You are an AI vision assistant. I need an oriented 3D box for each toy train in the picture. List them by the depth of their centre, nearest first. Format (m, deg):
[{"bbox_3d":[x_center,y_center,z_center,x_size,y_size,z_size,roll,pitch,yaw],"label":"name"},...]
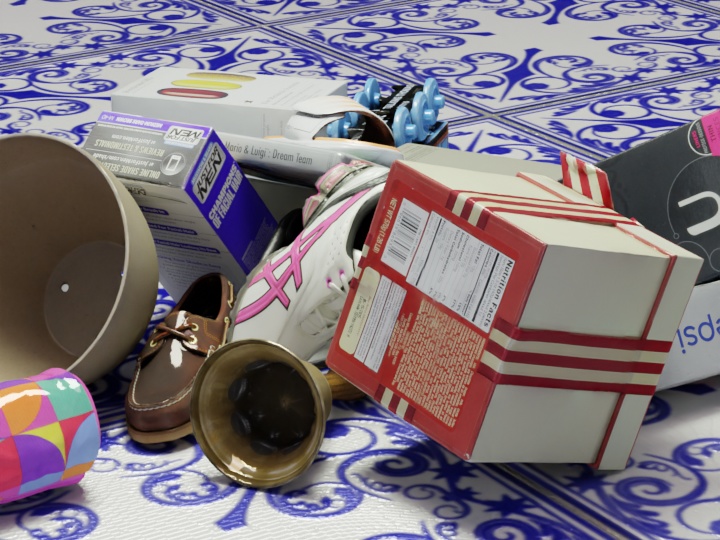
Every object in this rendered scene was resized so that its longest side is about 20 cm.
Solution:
[{"bbox_3d":[0.029,-0.110,2.067,0.087,0.114,0.200,1,19,16],"label":"toy train"}]

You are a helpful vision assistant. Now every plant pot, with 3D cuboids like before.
[{"bbox_3d":[-0.231,0.010,1.692,0.200,0.200,0.134,9,-9,26],"label":"plant pot"}]

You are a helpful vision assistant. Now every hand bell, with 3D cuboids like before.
[{"bbox_3d":[-0.029,0.085,1.606,0.104,0.104,0.200,8,11,24],"label":"hand bell"}]

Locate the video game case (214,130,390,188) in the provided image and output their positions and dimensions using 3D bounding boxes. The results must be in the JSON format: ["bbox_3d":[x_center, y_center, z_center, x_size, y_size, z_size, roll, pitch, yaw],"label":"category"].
[{"bbox_3d":[-0.047,-0.084,1.809,0.182,0.024,0.200,11,-1,29],"label":"video game case"}]

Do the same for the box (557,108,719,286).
[{"bbox_3d":[0.275,-0.051,1.738,0.200,0.122,0.106,-25,-12,31],"label":"box"}]

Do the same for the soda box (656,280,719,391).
[{"bbox_3d":[0.260,0.045,1.669,0.200,0.068,0.063,-13,-5,-29],"label":"soda box"}]

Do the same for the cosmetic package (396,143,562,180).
[{"bbox_3d":[0.109,-0.040,1.888,0.200,0.104,0.073,10,22,31],"label":"cosmetic package"}]

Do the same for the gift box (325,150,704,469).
[{"bbox_3d":[0.106,0.018,1.540,0.187,0.185,0.200,6,23,-42],"label":"gift box"}]

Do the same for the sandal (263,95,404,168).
[{"bbox_3d":[-0.032,-0.120,1.892,0.079,0.059,0.207,12,-2,-28],"label":"sandal"}]

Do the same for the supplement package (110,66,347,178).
[{"bbox_3d":[-0.123,-0.123,2.116,0.200,0.110,0.114,6,21,20],"label":"supplement package"}]

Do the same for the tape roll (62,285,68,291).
[{"bbox_3d":[-0.309,-0.003,1.906,0.203,0.037,0.203,-1,21,0],"label":"tape roll"}]

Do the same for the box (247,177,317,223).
[{"bbox_3d":[-0.068,-0.035,1.891,0.200,0.082,0.068,13,3,29],"label":"box"}]

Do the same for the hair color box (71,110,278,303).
[{"bbox_3d":[-0.133,-0.041,1.775,0.109,0.200,0.065,11,64,29],"label":"hair color box"}]

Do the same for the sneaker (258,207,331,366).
[{"bbox_3d":[0.000,0.000,1.763,0.200,0.115,0.076,-17,25,-38],"label":"sneaker"}]

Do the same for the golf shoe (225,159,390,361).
[{"bbox_3d":[-0.029,0.009,1.640,0.073,0.200,0.092,34,-5,-32],"label":"golf shoe"}]

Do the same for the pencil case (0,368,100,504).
[{"bbox_3d":[-0.271,0.128,1.484,0.200,0.088,0.088,-18,26,-34],"label":"pencil case"}]

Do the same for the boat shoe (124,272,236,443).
[{"bbox_3d":[-0.134,0.062,1.667,0.070,0.070,0.200,-4,20,10],"label":"boat shoe"}]
